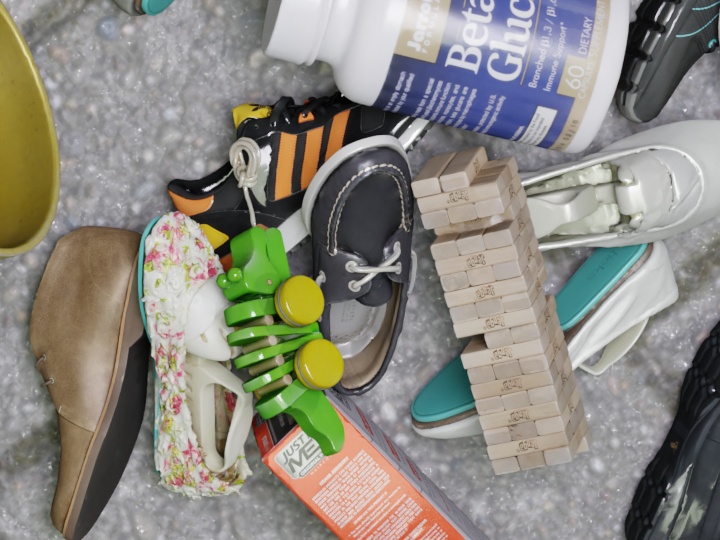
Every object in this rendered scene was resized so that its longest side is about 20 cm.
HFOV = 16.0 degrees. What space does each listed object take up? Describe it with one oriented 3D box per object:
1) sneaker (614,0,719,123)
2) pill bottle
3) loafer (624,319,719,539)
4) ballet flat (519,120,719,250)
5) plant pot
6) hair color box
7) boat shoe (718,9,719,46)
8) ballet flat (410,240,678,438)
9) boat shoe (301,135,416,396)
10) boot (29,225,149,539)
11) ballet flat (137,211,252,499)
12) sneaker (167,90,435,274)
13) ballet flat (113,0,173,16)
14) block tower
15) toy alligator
[{"bbox_3d":[0.229,-0.175,1.603,0.079,0.075,0.201,27,97,-14],"label":"sneaker"},{"bbox_3d":[0.048,-0.143,1.496,0.199,0.111,0.112,12,99,-9],"label":"pill bottle"},{"bbox_3d":[0.239,0.107,1.665,0.070,0.068,0.201,19,103,-18],"label":"loafer"},{"bbox_3d":[0.149,-0.043,1.592,0.199,0.069,0.070,-13,103,12],"label":"ballet flat"},{"bbox_3d":[-0.291,-0.082,1.515,0.141,0.200,0.201,-19,104,23],"label":"plant pot"},{"bbox_3d":[0.021,0.156,1.628,0.061,0.102,0.200,-43,102,3],"label":"hair color box"},{"bbox_3d":[0.268,-0.135,1.596,0.072,0.063,0.201,3,125,22],"label":"boat shoe"},{"bbox_3d":[0.125,0.056,1.645,0.200,0.069,0.070,-39,103,1],"label":"ballet flat"},{"bbox_3d":[0.000,0.000,1.559,0.074,0.061,0.200,-10,143,-20],"label":"boat shoe"},{"bbox_3d":[-0.174,0.070,1.613,0.075,0.074,0.201,14,94,8],"label":"boot"},{"bbox_3d":[-0.095,0.056,1.591,0.064,0.076,0.201,17,127,28],"label":"ballet flat"},{"bbox_3d":[-0.033,-0.081,1.581,0.200,0.070,0.090,-41,100,15],"label":"sneaker"},{"bbox_3d":[-0.085,-0.240,1.560,0.200,0.067,0.064,-43,73,0],"label":"ballet flat"},{"bbox_3d":[0.088,0.028,1.558,0.054,0.058,0.201,-12,106,21],"label":"block tower"},{"bbox_3d":[-0.061,0.019,1.534,0.054,0.059,0.201,-14,84,-39],"label":"toy alligator"}]
